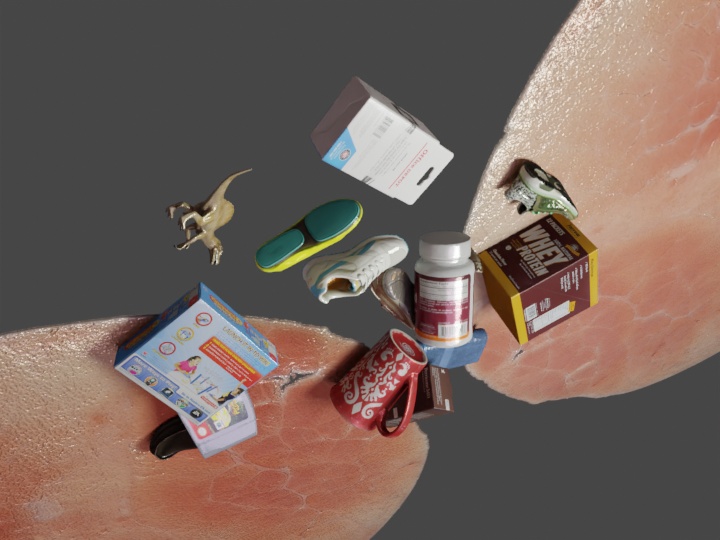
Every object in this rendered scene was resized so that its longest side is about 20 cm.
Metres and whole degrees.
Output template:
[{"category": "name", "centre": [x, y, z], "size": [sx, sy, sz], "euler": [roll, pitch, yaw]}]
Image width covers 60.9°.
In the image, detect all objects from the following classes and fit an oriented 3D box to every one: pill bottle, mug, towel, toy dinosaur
[{"category": "pill bottle", "centre": [0.158, 0.034, 1.163], "size": [0.114, 0.114, 0.201], "euler": [-9, 109, -22]}, {"category": "mug", "centre": [0.060, 0.248, 1.341], "size": [0.200, 0.177, 0.133], "euler": [-51, 172, 17]}, {"category": "towel", "centre": [0.198, 0.187, 1.441], "size": [0.199, 0.049, 0.112], "euler": [-7, 136, -23]}, {"category": "toy dinosaur", "centre": [-0.231, -0.087, 0.915], "size": [0.101, 0.058, 0.200], "euler": [-17, 149, -37]}]

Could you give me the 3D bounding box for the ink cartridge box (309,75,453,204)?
[{"category": "ink cartridge box", "centre": [0.036, -0.191, 0.939], "size": [0.200, 0.067, 0.116], "euler": [22, 118, -42]}]

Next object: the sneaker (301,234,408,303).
[{"category": "sneaker", "centre": [0.000, 0.000, 1.106], "size": [0.199, 0.081, 0.077], "euler": [-21, 138, -12]}]

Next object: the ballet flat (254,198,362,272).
[{"category": "ballet flat", "centre": [-0.084, -0.056, 1.023], "size": [0.199, 0.067, 0.067], "euler": [-29, 161, 4]}]

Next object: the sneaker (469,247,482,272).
[{"category": "sneaker", "centre": [0.176, 0.040, 1.254], "size": [0.070, 0.076, 0.200], "euler": [5, 129, -34]}]

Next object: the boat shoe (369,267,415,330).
[{"category": "boat shoe", "centre": [0.078, 0.056, 1.221], "size": [0.200, 0.072, 0.076], "euler": [55, 53, -43]}]

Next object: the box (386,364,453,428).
[{"category": "box", "centre": [0.111, 0.290, 1.397], "size": [0.075, 0.101, 0.200], "euler": [21, 145, -41]}]

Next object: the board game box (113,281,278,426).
[{"category": "board game box", "centre": [-0.282, 0.151, 1.071], "size": [0.196, 0.056, 0.200], "euler": [-37, 122, 8]}]

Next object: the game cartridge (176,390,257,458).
[{"category": "game cartridge", "centre": [-0.282, 0.262, 1.189], "size": [0.133, 0.041, 0.201], "euler": [-26, 116, -11]}]

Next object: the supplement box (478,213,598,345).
[{"category": "supplement box", "centre": [0.383, 0.018, 1.310], "size": [0.199, 0.133, 0.198], "euler": [-29, 140, -1]}]

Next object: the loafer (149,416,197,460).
[{"category": "loafer", "centre": [-0.344, 0.332, 1.252], "size": [0.200, 0.071, 0.073], "euler": [-35, 140, 6]}]

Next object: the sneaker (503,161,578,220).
[{"category": "sneaker", "centre": [0.346, -0.139, 1.188], "size": [0.200, 0.077, 0.089], "euler": [25, 130, -38]}]
